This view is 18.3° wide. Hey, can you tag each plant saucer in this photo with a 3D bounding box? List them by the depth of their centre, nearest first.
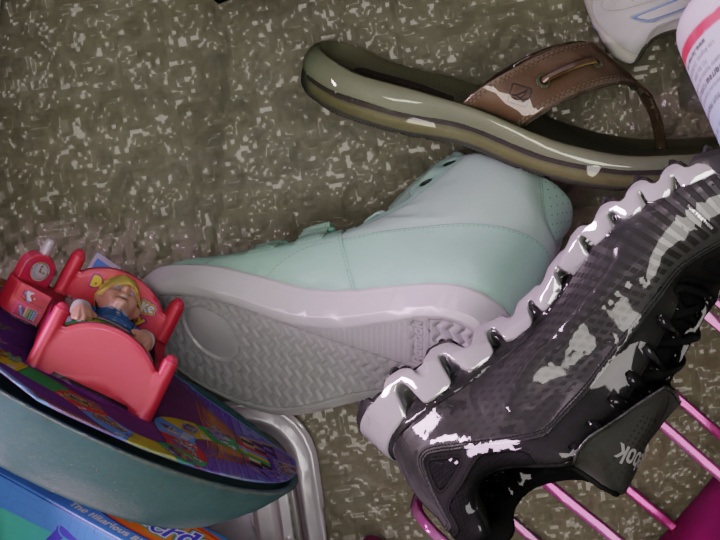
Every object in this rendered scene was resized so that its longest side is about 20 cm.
[{"bbox_3d":[-0.122,0.057,0.934,0.200,0.200,0.036,28,97,0],"label":"plant saucer"}]

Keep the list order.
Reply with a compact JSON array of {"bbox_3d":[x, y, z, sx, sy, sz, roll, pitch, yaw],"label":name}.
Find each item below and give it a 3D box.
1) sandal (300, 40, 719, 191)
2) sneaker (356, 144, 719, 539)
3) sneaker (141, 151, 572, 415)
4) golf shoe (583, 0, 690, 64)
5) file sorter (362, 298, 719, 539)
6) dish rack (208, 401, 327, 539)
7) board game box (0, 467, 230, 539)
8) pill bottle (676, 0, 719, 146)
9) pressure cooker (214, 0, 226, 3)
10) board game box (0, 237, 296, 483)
[{"bbox_3d":[0.074,-0.075,0.964,0.200,0.080,0.058,15,101,2],"label":"sandal"},{"bbox_3d":[0.094,0.036,0.846,0.200,0.066,0.091,-39,60,17],"label":"sneaker"},{"bbox_3d":[0.000,0.000,0.993,0.200,0.118,0.074,1,130,33],"label":"sneaker"},{"bbox_3d":[0.189,-0.144,0.965,0.199,0.078,0.097,-8,122,5],"label":"golf shoe"},{"bbox_3d":[0.101,0.094,0.957,0.125,0.139,0.200,39,98,-1],"label":"file sorter"},{"bbox_3d":[-0.096,0.167,1.028,0.171,0.044,0.201,-7,98,4],"label":"dish rack"},{"bbox_3d":[-0.102,0.174,0.954,0.200,0.045,0.152,25,113,25],"label":"board game box"},{"bbox_3d":[0.209,-0.031,0.878,0.108,0.109,0.200,-23,73,6],"label":"pill bottle"},{"bbox_3d":[-0.040,-0.205,0.905,0.200,0.179,0.176,-26,106,2],"label":"pressure cooker"},{"bbox_3d":[-0.109,0.022,0.923,0.200,0.158,0.039,31,97,36],"label":"board game box"}]
